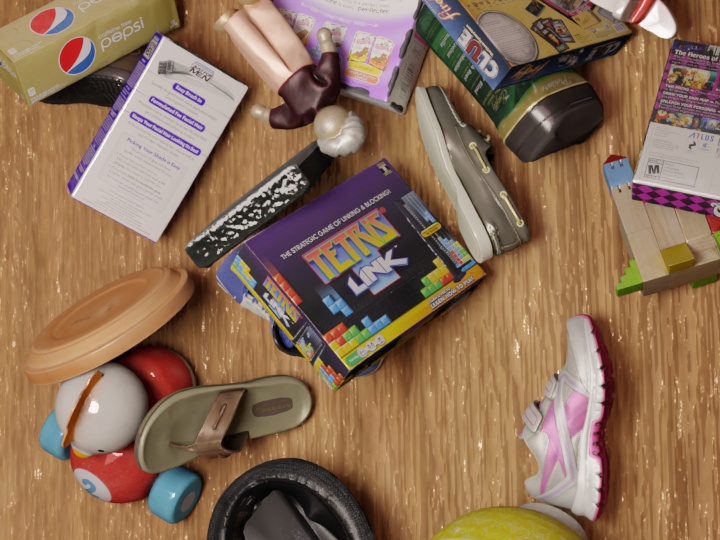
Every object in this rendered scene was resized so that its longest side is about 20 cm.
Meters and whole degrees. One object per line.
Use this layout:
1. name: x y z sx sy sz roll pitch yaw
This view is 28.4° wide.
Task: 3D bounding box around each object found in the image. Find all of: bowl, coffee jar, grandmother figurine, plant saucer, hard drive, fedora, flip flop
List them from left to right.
1. plant saucer: -0.269 0.052 1.500 0.200 0.200 0.032 -25 107 15
2. flip flop: -0.136 0.159 1.457 0.058 0.200 0.081 34 130 57
3. hard drive: -0.099 -0.071 1.450 0.139 0.200 0.033 -36 97 12
4. grandmother figurine: -0.068 -0.194 1.457 0.200 0.061 0.121 50 122 12
5. fedora: -0.058 0.291 1.453 0.200 0.092 0.201 -2 84 18
6. coffee jar: 0.151 -0.203 1.428 0.200 0.104 0.085 54 138 16
7. bowl: 0.162 0.288 1.359 0.200 0.200 0.108 20 49 19

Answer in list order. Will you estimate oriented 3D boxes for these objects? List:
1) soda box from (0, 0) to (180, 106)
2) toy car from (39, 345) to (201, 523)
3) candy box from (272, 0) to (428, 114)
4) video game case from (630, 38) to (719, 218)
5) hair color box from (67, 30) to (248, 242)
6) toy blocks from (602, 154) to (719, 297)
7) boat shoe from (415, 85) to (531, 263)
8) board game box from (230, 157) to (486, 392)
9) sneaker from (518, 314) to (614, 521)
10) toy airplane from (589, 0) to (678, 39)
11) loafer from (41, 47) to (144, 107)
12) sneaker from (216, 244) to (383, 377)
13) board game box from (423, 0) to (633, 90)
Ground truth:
1. soda box: -0.299 -0.262 1.549 0.200 0.064 0.068 -33 50 -21
2. toy car: -0.266 0.160 1.480 0.184 0.200 0.177 26 93 20
3. candy box: -0.003 -0.288 1.507 0.168 0.072 0.200 20 92 20
4. video game case: 0.371 -0.125 1.331 0.200 0.036 0.181 13 60 14
5. hair color box: -0.222 -0.146 1.545 0.109 0.065 0.200 30 96 -21
6. toy blocks: 0.324 -0.065 1.369 0.200 0.100 0.137 -17 70 5
7. boat shoe: 0.111 -0.106 1.453 0.060 0.072 0.202 -19 70 -6
8. board game box: 0.000 0.000 1.414 0.200 0.057 0.165 -34 78 -33
9. sneaker: 0.199 0.142 1.389 0.088 0.081 0.200 3 84 17
10. toy airplane: 0.296 -0.326 1.362 0.200 0.141 0.199 -14 75 11
11. loafer: -0.323 -0.232 1.620 0.200 0.073 0.071 14 56 19
12. sneaker: -0.069 0.034 1.472 0.199 0.115 0.081 35 95 19
13. board game box: 0.161 -0.254 1.389 0.136 0.200 0.035 55 136 16
